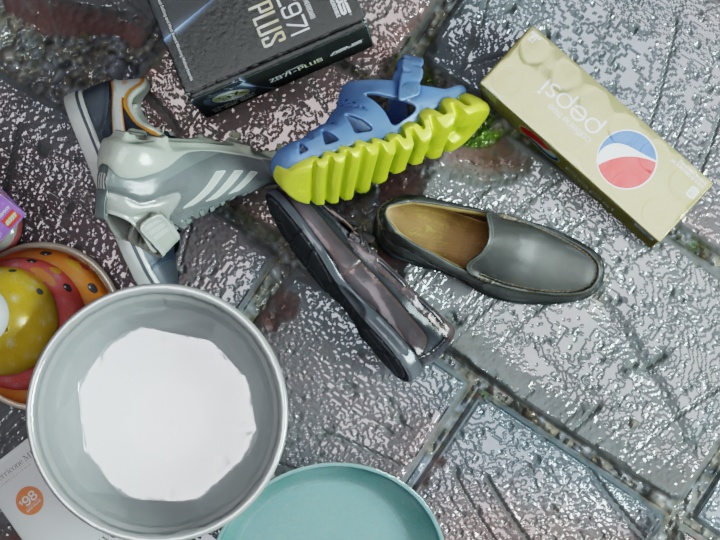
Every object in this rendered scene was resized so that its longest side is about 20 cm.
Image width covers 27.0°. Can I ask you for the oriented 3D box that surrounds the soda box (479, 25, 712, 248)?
[{"bbox_3d":[0.194,-0.111,1.254,0.200,0.064,0.068,43,90,6],"label":"soda box"}]

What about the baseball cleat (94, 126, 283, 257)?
[{"bbox_3d":[-0.142,-0.064,1.232,0.070,0.200,0.107,19,101,41],"label":"baseball cleat"}]

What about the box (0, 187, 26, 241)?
[{"bbox_3d":[-0.375,-0.055,1.212,0.137,0.039,0.200,-47,56,-3],"label":"box"}]

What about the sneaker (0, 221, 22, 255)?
[{"bbox_3d":[-0.392,-0.069,1.287,0.200,0.087,0.074,16,86,6],"label":"sneaker"}]

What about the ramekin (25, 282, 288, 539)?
[{"bbox_3d":[-0.158,0.113,1.191,0.200,0.105,0.200,0,84,-5],"label":"ramekin"}]

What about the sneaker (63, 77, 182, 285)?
[{"bbox_3d":[-0.181,-0.070,1.275,0.079,0.078,0.200,-21,88,-1],"label":"sneaker"}]

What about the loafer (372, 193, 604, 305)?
[{"bbox_3d":[0.106,-0.016,1.250,0.200,0.072,0.073,12,86,5],"label":"loafer"}]

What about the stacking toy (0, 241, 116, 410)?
[{"bbox_3d":[-0.281,0.043,1.213,0.146,0.200,0.146,0,86,4],"label":"stacking toy"}]

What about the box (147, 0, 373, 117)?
[{"bbox_3d":[-0.102,-0.256,1.278,0.164,0.086,0.200,-22,84,2],"label":"box"}]

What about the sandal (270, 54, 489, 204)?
[{"bbox_3d":[0.006,-0.120,1.247,0.200,0.080,0.087,-25,71,-30],"label":"sandal"}]

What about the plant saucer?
[{"bbox_3d":[-0.029,0.247,1.235,0.200,0.036,0.200,-2,102,-11],"label":"plant saucer"}]

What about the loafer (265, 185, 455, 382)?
[{"bbox_3d":[0.000,0.000,1.267,0.063,0.072,0.200,-37,87,-15],"label":"loafer"}]

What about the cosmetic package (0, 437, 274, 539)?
[{"bbox_3d":[-0.197,0.174,1.273,0.200,0.052,0.151,-37,82,1],"label":"cosmetic package"}]
